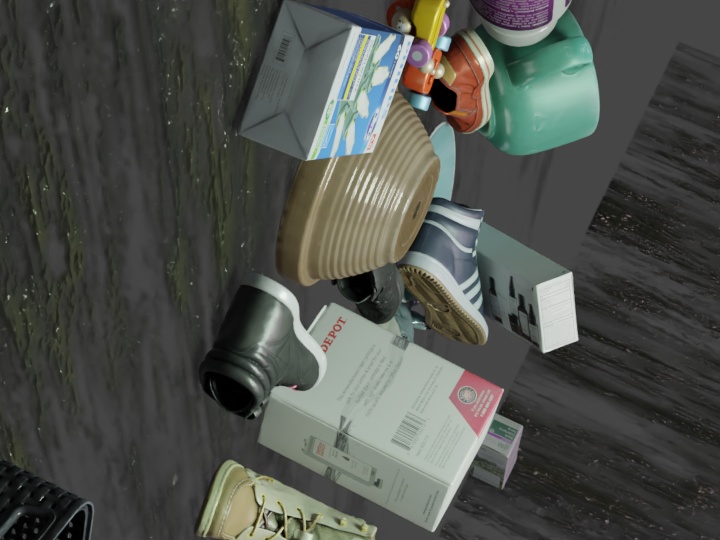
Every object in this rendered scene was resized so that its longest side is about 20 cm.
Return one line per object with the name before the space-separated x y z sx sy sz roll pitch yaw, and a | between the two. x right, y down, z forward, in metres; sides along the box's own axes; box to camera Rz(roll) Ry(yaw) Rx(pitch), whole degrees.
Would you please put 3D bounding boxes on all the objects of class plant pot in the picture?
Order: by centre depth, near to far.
plant pot | 0.009 -0.069 1.556 0.202 0.092 0.201 -61 167 -23

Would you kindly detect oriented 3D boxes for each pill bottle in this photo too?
pill bottle | 0.156 -0.300 1.729 0.113 0.112 0.200 -63 168 -17

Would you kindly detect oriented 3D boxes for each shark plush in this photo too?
shark plush | 0.042 0.055 1.969 0.200 0.083 0.091 -25 137 -73

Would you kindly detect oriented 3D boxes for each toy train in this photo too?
toy train | 0.059 -0.240 1.548 0.150 0.055 0.201 -41 150 -77

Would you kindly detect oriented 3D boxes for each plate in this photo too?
plate | 0.061 -0.065 1.920 0.200 0.025 0.202 13 90 -75

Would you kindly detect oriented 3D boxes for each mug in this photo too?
mug | 0.173 -0.211 1.896 0.114 0.153 0.186 -17 144 -10

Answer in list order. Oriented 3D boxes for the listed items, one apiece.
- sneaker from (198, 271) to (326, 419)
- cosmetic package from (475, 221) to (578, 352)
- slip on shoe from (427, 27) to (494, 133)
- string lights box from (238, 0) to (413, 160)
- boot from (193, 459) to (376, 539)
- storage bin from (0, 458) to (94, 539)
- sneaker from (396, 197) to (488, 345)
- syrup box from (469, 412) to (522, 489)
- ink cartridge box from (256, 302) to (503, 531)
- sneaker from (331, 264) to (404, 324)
sneaker | -0.086 0.083 1.491 0.100 0.070 0.200 -61 162 -17
cosmetic package | 0.159 0.013 1.937 0.050 0.200 0.083 -17 115 -23
slip on shoe | 0.096 -0.186 1.819 0.061 0.074 0.200 -32 168 -6
string lights box | -0.023 -0.143 1.346 0.200 0.059 0.103 -21 132 -75
boot | -0.065 0.240 1.655 0.072 0.154 0.200 -66 169 -2
storage bin | -0.231 0.212 1.006 0.135 0.093 0.201 -53 161 -49
sneaker | 0.103 -0.002 1.905 0.200 0.070 0.109 52 52 -55
syrup box | 0.282 0.374 3.699 0.082 0.078 0.200 -61 167 -25
ink cartridge box | 0.019 0.140 1.743 0.147 0.199 0.083 -55 168 -43
sneaker | 0.003 0.001 1.758 0.201 0.060 0.104 95 20 -43
